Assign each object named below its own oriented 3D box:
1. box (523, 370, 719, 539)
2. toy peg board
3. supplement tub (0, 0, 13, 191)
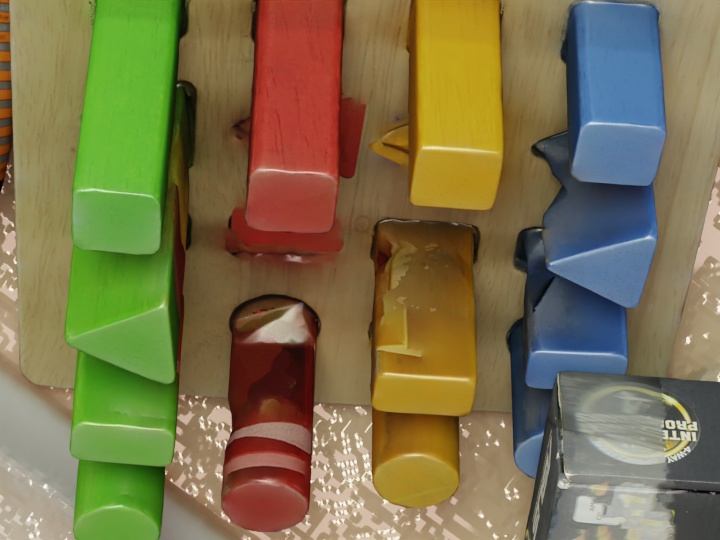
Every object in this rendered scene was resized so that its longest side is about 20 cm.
[{"bbox_3d":[0.122,0.120,0.859,0.160,0.049,0.201,6,131,-2],"label":"box"},{"bbox_3d":[0.000,0.000,0.805,0.198,0.098,0.201,4,140,-2],"label":"toy peg board"},{"bbox_3d":[-0.150,-0.086,0.827,0.122,0.123,0.201,13,97,-4],"label":"supplement tub"}]
